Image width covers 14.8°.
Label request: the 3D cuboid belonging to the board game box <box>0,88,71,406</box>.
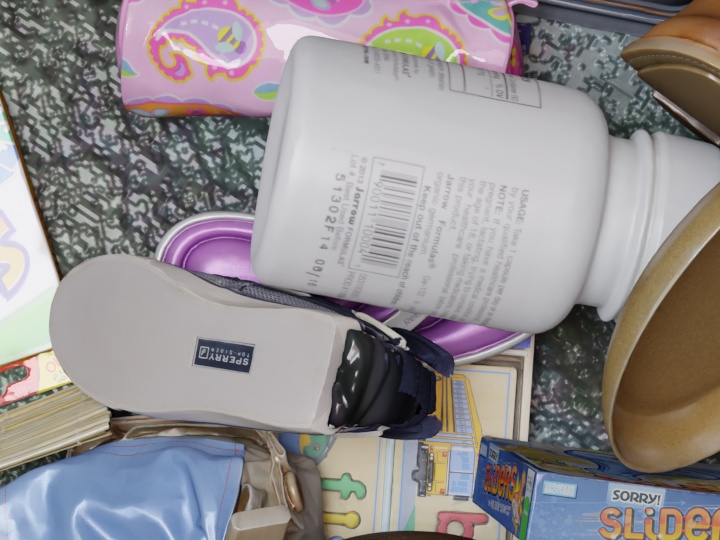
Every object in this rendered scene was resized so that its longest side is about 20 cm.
[{"bbox_3d":[-0.206,-0.029,1.353,0.095,0.030,0.201,-18,91,0],"label":"board game box"}]

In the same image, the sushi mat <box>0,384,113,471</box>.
[{"bbox_3d":[-0.210,0.095,1.315,0.199,0.096,0.012,-20,104,-1],"label":"sushi mat"}]

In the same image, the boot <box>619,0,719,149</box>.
[{"bbox_3d":[0.188,-0.132,1.215,0.074,0.200,0.155,37,94,2],"label":"boot"}]

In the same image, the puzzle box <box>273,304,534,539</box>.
[{"bbox_3d":[0.016,0.090,1.351,0.132,0.025,0.201,3,89,-1],"label":"puzzle box"}]

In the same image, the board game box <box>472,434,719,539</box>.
[{"bbox_3d":[0.162,0.113,1.283,0.199,0.135,0.035,7,92,-9],"label":"board game box"}]

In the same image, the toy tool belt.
[{"bbox_3d":[-0.118,0.129,1.285,0.199,0.123,0.125,-9,82,10],"label":"toy tool belt"}]

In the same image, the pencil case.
[{"bbox_3d":[-0.017,-0.106,1.323,0.199,0.087,0.088,6,89,1],"label":"pencil case"}]

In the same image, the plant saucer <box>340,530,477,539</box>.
[{"bbox_3d":[-0.006,0.182,1.278,0.200,0.201,0.037,-27,49,-1],"label":"plant saucer"}]

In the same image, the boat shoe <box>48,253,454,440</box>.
[{"bbox_3d":[-0.050,0.042,1.278,0.200,0.093,0.075,15,90,41],"label":"boat shoe"}]

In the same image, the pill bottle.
[{"bbox_3d":[0.057,-0.032,1.249,0.199,0.114,0.115,11,89,-6],"label":"pill bottle"}]

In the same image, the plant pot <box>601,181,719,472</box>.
[{"bbox_3d":[0.176,0.005,1.218,0.200,0.200,0.027,-44,62,-1],"label":"plant pot"}]

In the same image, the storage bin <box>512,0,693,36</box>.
[{"bbox_3d":[0.094,-0.200,1.303,0.199,0.134,0.146,12,89,-1],"label":"storage bin"}]

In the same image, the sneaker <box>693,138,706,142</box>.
[{"bbox_3d":[0.218,0.013,1.327,0.200,0.078,0.085,43,90,0],"label":"sneaker"}]

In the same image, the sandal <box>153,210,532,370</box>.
[{"bbox_3d":[0.001,0.008,1.314,0.202,0.050,0.083,-3,89,2],"label":"sandal"}]
